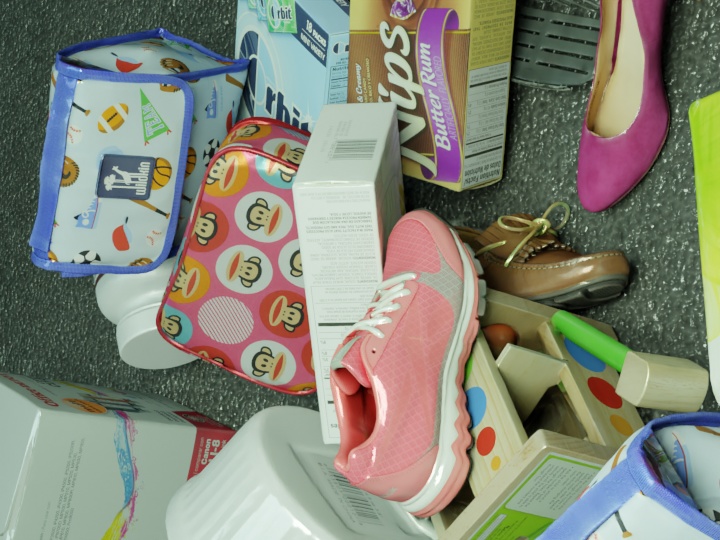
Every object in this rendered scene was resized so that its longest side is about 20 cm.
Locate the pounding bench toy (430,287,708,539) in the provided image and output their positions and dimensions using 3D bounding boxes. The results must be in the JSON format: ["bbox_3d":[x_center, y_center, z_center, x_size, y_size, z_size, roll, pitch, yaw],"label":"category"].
[{"bbox_3d":[0.124,0.081,1.041,0.200,0.124,0.156,-53,37,30],"label":"pounding bench toy"}]

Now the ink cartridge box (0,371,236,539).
[{"bbox_3d":[-0.239,0.180,1.426,0.145,0.200,0.145,18,95,52],"label":"ink cartridge box"}]

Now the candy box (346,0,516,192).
[{"bbox_3d":[0.049,-0.168,1.182,0.116,0.056,0.201,20,116,38],"label":"candy box"}]

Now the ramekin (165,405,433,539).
[{"bbox_3d":[-0.030,0.188,1.168,0.098,0.200,0.201,-53,44,19],"label":"ramekin"}]

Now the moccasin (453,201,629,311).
[{"bbox_3d":[0.110,-0.010,1.143,0.201,0.073,0.078,4,93,62],"label":"moccasin"}]

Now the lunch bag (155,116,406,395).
[{"bbox_3d":[-0.053,-0.004,1.276,0.082,0.176,0.200,-73,6,-62],"label":"lunch bag"}]

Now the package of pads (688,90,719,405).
[{"bbox_3d":[0.267,-0.023,0.942,0.154,0.068,0.201,-21,65,47],"label":"package of pads"}]

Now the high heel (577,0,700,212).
[{"bbox_3d":[0.162,-0.140,1.081,0.067,0.096,0.201,25,100,51],"label":"high heel"}]

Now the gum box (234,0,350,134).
[{"bbox_3d":[-0.052,-0.143,1.337,0.170,0.044,0.201,51,144,45],"label":"gum box"}]

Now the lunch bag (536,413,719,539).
[{"bbox_3d":[0.171,0.167,0.897,0.170,0.200,0.124,-51,45,30],"label":"lunch bag"}]

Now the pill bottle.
[{"bbox_3d":[-0.188,-0.019,1.483,0.113,0.113,0.201,-38,54,40],"label":"pill bottle"}]

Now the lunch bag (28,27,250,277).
[{"bbox_3d":[-0.184,-0.094,1.311,0.123,0.200,0.171,19,108,22],"label":"lunch bag"}]

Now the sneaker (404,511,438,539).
[{"bbox_3d":[0.052,0.132,1.168,0.200,0.080,0.077,51,122,46],"label":"sneaker"}]

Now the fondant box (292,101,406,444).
[{"bbox_3d":[0.000,0.000,1.150,0.144,0.058,0.201,-75,-17,-61],"label":"fondant box"}]

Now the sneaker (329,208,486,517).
[{"bbox_3d":[0.023,0.047,1.011,0.074,0.087,0.201,-28,53,48],"label":"sneaker"}]

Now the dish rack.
[{"bbox_3d":[0.139,-0.231,1.164,0.153,0.054,0.201,22,96,53],"label":"dish rack"}]
